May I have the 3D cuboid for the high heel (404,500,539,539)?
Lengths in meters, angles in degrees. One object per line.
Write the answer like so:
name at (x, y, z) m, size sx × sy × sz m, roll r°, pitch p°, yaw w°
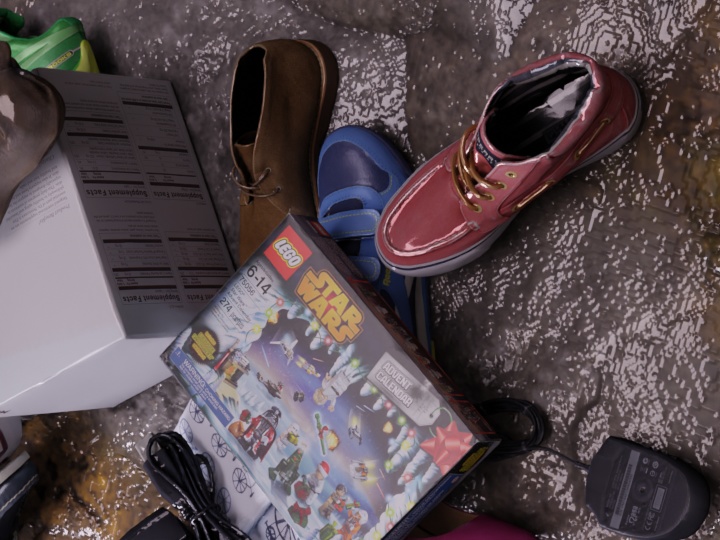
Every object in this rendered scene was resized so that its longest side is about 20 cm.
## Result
high heel at (0.033, 0.150, 1.520) m, size 0.199 × 0.067 × 0.097 m, roll -1°, pitch 101°, yaw 38°

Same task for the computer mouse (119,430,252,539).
computer mouse at (-0.153, 0.222, 1.640) m, size 0.139 × 0.053 × 0.200 m, roll 53°, pitch 131°, yaw 25°

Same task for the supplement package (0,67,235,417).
supplement package at (-0.202, -0.018, 1.633) m, size 0.152 × 0.150 × 0.201 m, roll -27°, pitch 75°, yaw 31°

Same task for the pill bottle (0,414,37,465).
pill bottle at (-0.319, 0.122, 1.685) m, size 0.109 × 0.200 × 0.110 m, roll 33°, pitch 151°, yaw 21°

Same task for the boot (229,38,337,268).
boot at (-0.067, -0.060, 1.585) m, size 0.073 × 0.075 × 0.201 m, roll 8°, pitch 97°, yaw 33°

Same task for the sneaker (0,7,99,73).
sneaker at (-0.281, -0.155, 1.737) m, size 0.199 × 0.074 × 0.084 m, roll -3°, pitch 92°, yaw 26°

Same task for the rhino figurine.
rhino figurine at (-0.267, -0.065, 1.550) m, size 0.087 × 0.060 × 0.200 m, roll 44°, pitch 116°, yaw 14°

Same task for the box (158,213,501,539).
box at (-0.022, 0.081, 1.475) m, size 0.137 × 0.040 × 0.200 m, roll -47°, pitch 68°, yaw 16°

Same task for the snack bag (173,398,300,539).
snack bag at (-0.062, 0.156, 1.574) m, size 0.200 × 0.021 × 0.189 m, roll 60°, pitch 143°, yaw 21°

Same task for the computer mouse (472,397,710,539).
computer mouse at (0.142, 0.125, 1.473) m, size 0.200 × 0.034 × 0.059 m, roll 21°, pitch 94°, yaw 40°

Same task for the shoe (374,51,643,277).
shoe at (0.080, -0.068, 1.443) m, size 0.200 × 0.091 × 0.072 m, roll -34°, pitch 71°, yaw 16°

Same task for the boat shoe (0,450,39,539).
boat shoe at (-0.289, 0.214, 1.742) m, size 0.062 × 0.075 × 0.200 m, roll 44°, pitch 120°, yaw 8°

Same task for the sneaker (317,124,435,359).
sneaker at (0.000, 0.000, 1.535) m, size 0.074 × 0.082 × 0.201 m, roll -14°, pitch 82°, yaw 36°
